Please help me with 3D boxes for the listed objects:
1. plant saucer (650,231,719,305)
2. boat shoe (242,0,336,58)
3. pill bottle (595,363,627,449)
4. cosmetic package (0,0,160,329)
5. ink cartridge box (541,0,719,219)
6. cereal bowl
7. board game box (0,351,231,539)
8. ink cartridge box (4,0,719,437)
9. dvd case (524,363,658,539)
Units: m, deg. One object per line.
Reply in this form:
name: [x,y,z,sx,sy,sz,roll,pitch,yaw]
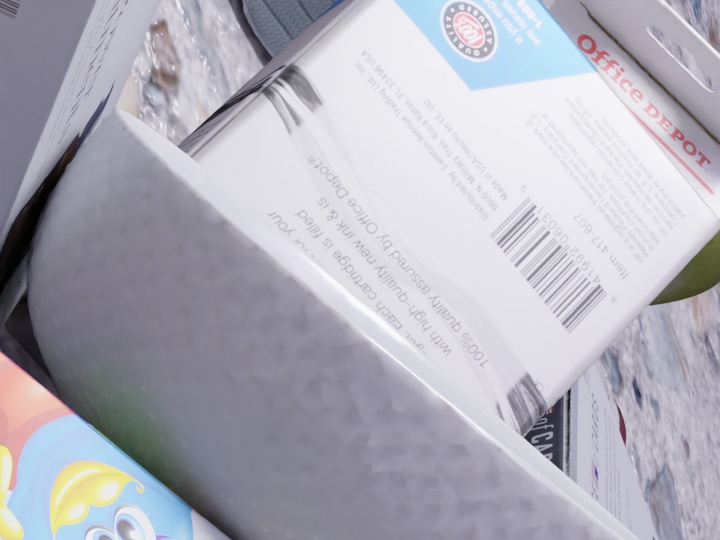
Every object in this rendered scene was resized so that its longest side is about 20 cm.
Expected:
plant saucer: [0.085,-0.053,1.111,0.031,0.200,0.200,-47,126,-28]
boat shoe: [-0.027,-0.161,1.021,0.200,0.073,0.067,60,30,-31]
pill bottle: [0.045,0.056,1.016,0.200,0.114,0.114,61,27,-33]
cosmetic package: [-0.097,-0.056,0.669,0.052,0.200,0.151,25,35,-4]
ink cartridge box: [0.085,-0.042,1.019,0.116,0.200,0.068,43,62,-2]
cereal bowl: [-0.015,0.049,0.653,0.200,0.083,0.200,39,1,-1]
board game box: [-0.080,0.113,0.576,0.200,0.105,0.103,41,51,-13]
ink cartridge box: [0.000,0.000,0.810,0.200,0.084,0.146,-44,100,-22]
dvd case: [0.097,0.132,0.881,0.150,0.025,0.200,-81,152,-60]
